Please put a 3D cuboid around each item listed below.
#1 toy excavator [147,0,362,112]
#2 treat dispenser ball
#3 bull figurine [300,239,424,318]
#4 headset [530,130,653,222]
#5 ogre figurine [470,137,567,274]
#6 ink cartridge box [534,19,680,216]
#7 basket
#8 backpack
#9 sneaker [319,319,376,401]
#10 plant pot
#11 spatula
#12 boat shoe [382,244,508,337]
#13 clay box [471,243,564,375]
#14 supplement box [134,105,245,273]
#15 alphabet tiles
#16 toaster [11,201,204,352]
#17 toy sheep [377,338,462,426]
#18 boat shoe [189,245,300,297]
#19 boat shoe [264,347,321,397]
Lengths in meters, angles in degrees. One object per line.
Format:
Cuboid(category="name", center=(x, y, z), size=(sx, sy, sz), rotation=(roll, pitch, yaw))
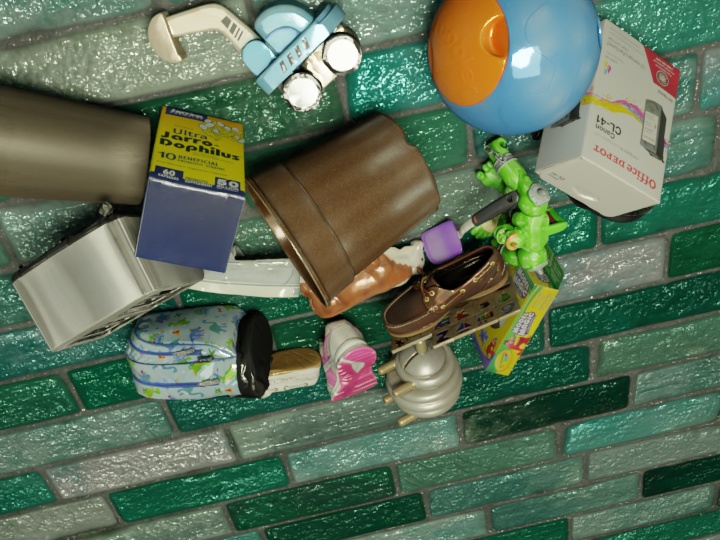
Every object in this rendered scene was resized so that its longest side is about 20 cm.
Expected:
Cuboid(category="toy excavator", center=(-0.122, -0.276, 0.883), size=(0.194, 0.100, 0.200), rotation=(-40, 109, 15))
Cuboid(category="treat dispenser ball", center=(0.179, -0.261, 0.868), size=(0.200, 0.201, 0.201), rotation=(-5, 125, -7))
Cuboid(category="bull figurine", center=(0.000, 0.000, 1.105), size=(0.200, 0.065, 0.122), rotation=(-32, 120, 10))
Cuboid(category="headset", center=(0.327, -0.151, 1.018), size=(0.200, 0.124, 0.094), rotation=(29, 155, 1))
Cuboid(category="ogre figurine", center=(0.222, -0.079, 1.048), size=(0.098, 0.120, 0.200), rotation=(-7, 124, -29))
Cuboid(category="ink cartridge box", center=(0.318, -0.191, 0.944), size=(0.147, 0.201, 0.086), rotation=(23, 160, -25))
Cuboid(category="basket", center=(-0.363, -0.146, 0.890), size=(0.199, 0.180, 0.136), rotation=(5, 91, -23))
Cuboid(category="backpack", center=(-0.246, 0.124, 1.104), size=(0.199, 0.163, 0.154), rotation=(-16, 118, 10))
Cuboid(category="sneaker", center=(-0.023, 0.143, 1.195), size=(0.081, 0.088, 0.200), rotation=(-17, 149, -18))
Cuboid(category="plant pot", center=(-0.017, -0.089, 0.953), size=(0.198, 0.200, 0.201), rotation=(-34, 125, -7))
Cuboid(category="spatula", center=(0.155, -0.063, 1.042), size=(0.021, 0.057, 0.200), rotation=(-9, 165, -34))
Cuboid(category="boat shoe", center=(0.115, 0.025, 1.066), size=(0.200, 0.070, 0.070), rotation=(-31, 145, 5))
Cuboid(category="clay box", center=(0.239, 0.050, 1.149), size=(0.047, 0.115, 0.200), rotation=(12, 121, -16))
Cuboid(category="supplement box", center=(-0.207, -0.104, 0.910), size=(0.109, 0.200, 0.110), rotation=(11, 122, -17))
Cuboid(category="alphabet tiles", center=(0.135, 0.058, 1.098), size=(0.200, 0.167, 0.008), rotation=(-26, 113, 15))
Cuboid(category="toaster", center=(-0.325, 0.006, 0.961), size=(0.181, 0.200, 0.119), rotation=(-30, 87, 12))
Cuboid(category="toy sheep", center=(0.101, 0.174, 1.203), size=(0.137, 0.138, 0.200), rotation=(-11, 142, -2))
Cuboid(category="boat shoe", center=(-0.183, -0.001, 1.071), size=(0.200, 0.070, 0.072), rotation=(4, 87, 8))
Cuboid(category="boat shoe", center=(-0.163, 0.176, 1.194), size=(0.199, 0.071, 0.069), rotation=(-4, 125, -9))
